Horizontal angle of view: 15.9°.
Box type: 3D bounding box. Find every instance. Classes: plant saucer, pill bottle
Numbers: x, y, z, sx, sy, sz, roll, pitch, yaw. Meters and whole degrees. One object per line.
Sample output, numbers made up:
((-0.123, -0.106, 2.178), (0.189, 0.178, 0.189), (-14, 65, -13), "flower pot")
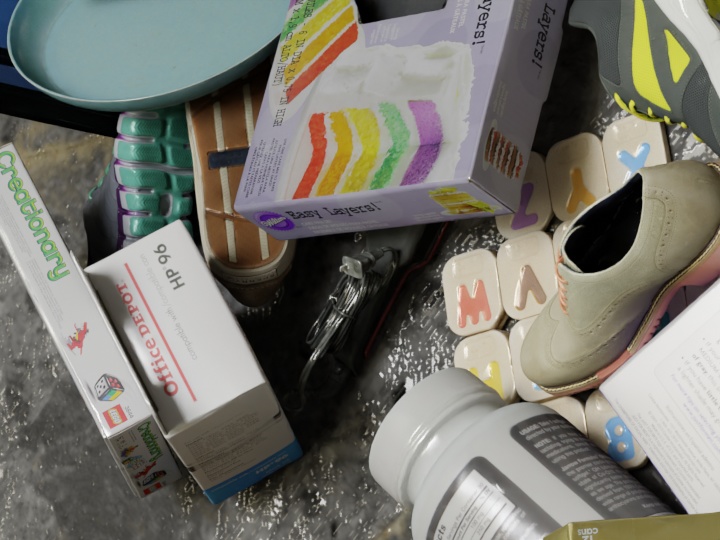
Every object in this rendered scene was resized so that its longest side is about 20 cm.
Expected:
((-0.121, -0.160, 1.604), (0.200, 0.027, 0.200), (-11, 41, 10), "plant saucer")
((0.098, 0.141, 1.388), (0.200, 0.111, 0.111), (41, 109, 32), "pill bottle")

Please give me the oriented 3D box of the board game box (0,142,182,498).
((-0.174, 0.032, 1.575), (0.035, 0.126, 0.200), (-27, 70, -6), "board game box")

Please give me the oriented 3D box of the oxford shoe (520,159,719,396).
((0.128, 0.000, 1.371), (0.200, 0.074, 0.071), (-52, 37, 45), "oxford shoe")

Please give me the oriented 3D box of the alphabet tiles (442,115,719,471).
((0.132, 0.016, 1.449), (0.200, 0.015, 0.196), (-18, 73, 35), "alphabet tiles")

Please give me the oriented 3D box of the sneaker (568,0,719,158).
((0.181, -0.104, 1.400), (0.085, 0.074, 0.200), (-49, 48, 29), "sneaker")

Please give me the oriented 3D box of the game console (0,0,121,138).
((-0.245, -0.174, 1.660), (0.176, 0.200, 0.117), (25, 100, 38), "game console")

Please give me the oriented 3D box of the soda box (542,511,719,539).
((0.194, 0.151, 1.267), (0.068, 0.200, 0.064), (117, 148, -76), "soda box")

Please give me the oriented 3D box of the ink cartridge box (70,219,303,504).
((-0.099, 0.050, 1.501), (0.068, 0.200, 0.116), (-28, 71, -3), "ink cartridge box")

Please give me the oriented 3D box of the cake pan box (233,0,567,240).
((0.029, -0.120, 1.482), (0.184, 0.052, 0.200), (-3, 63, 40), "cake pan box")

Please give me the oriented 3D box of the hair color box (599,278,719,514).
((0.233, 0.040, 1.325), (0.200, 0.065, 0.109), (-44, 69, 27), "hair color box")

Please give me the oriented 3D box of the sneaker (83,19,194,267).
((-0.147, -0.065, 1.651), (0.087, 0.074, 0.200), (7, 87, 46), "sneaker")

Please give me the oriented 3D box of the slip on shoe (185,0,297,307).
((-0.067, -0.072, 1.593), (0.076, 0.061, 0.200), (-7, 62, 2), "slip on shoe")

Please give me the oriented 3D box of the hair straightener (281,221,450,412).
((0.000, 0.000, 1.516), (0.041, 0.077, 0.200), (39, 107, 27), "hair straightener")
